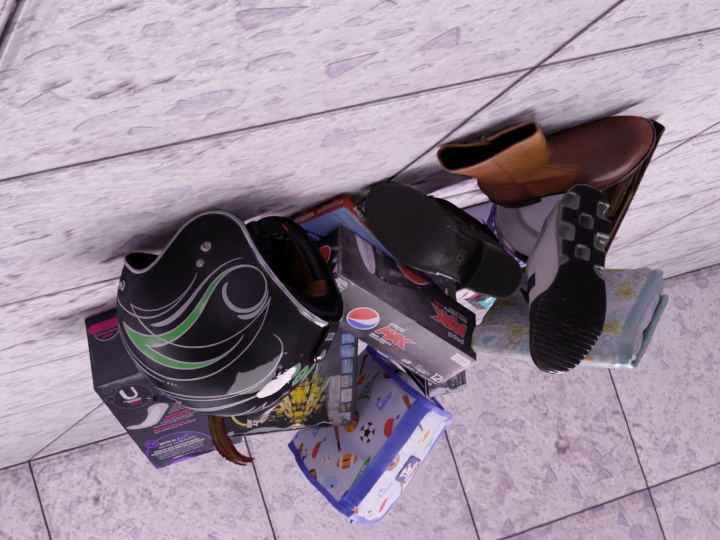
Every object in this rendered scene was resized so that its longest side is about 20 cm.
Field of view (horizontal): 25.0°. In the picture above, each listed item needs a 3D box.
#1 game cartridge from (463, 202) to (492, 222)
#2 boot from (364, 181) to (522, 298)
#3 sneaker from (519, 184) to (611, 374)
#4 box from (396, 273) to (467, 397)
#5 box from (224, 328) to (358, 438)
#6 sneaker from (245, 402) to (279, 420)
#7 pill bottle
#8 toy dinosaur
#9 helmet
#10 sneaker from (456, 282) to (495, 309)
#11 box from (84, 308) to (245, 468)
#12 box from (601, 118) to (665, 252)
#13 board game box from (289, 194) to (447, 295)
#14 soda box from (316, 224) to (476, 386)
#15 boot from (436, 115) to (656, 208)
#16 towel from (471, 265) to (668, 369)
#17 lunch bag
[{"bbox_3d":[0.099,-0.041,2.025,0.199,0.041,0.133,-17,176,-6],"label":"game cartridge"},{"bbox_3d":[0.079,-0.045,1.714,0.069,0.199,0.174,-55,-164,11],"label":"boot"},{"bbox_3d":[0.200,0.019,1.635,0.074,0.201,0.088,23,154,-15],"label":"sneaker"},{"bbox_3d":[0.070,0.044,1.868,0.049,0.159,0.200,-9,-168,-8],"label":"box"},{"bbox_3d":[-0.084,0.082,1.811,0.160,0.201,0.049,-5,-158,-20],"label":"box"},{"bbox_3d":[-0.107,0.054,1.673,0.067,0.108,0.202,-27,-152,37],"label":"sneaker"},{"bbox_3d":[0.203,-0.061,1.821,0.110,0.112,0.200,-17,173,-4],"label":"pill bottle"},{"bbox_3d":[-0.179,0.084,1.712,0.104,0.201,0.182,-12,-156,6],"label":"toy dinosaur"},{"bbox_3d":[-0.133,0.041,1.547,0.190,0.201,0.200,-38,166,18],"label":"helmet"},{"bbox_3d":[0.107,0.015,2.033,0.199,0.084,0.121,-21,162,14],"label":"sneaker"},{"bbox_3d":[-0.228,0.129,1.917,0.122,0.106,0.200,-18,143,5],"label":"box"},{"bbox_3d":[0.285,-0.075,1.843,0.021,0.164,0.200,26,172,2],"label":"box"},{"bbox_3d":[0.000,0.000,1.702,0.103,0.020,0.200,-22,134,27],"label":"board game box"},{"bbox_3d":[0.030,0.038,1.674,0.200,0.071,0.063,33,131,-30],"label":"soda box"},{"bbox_3d":[0.187,-0.126,1.598,0.187,0.069,0.200,-13,167,17],"label":"boot"},{"bbox_3d":[0.226,0.048,1.718,0.170,0.048,0.200,1,-159,22],"label":"towel"},{"bbox_3d":[0.016,0.198,1.911,0.170,0.124,0.200,-54,-168,0],"label":"lunch bag"}]
